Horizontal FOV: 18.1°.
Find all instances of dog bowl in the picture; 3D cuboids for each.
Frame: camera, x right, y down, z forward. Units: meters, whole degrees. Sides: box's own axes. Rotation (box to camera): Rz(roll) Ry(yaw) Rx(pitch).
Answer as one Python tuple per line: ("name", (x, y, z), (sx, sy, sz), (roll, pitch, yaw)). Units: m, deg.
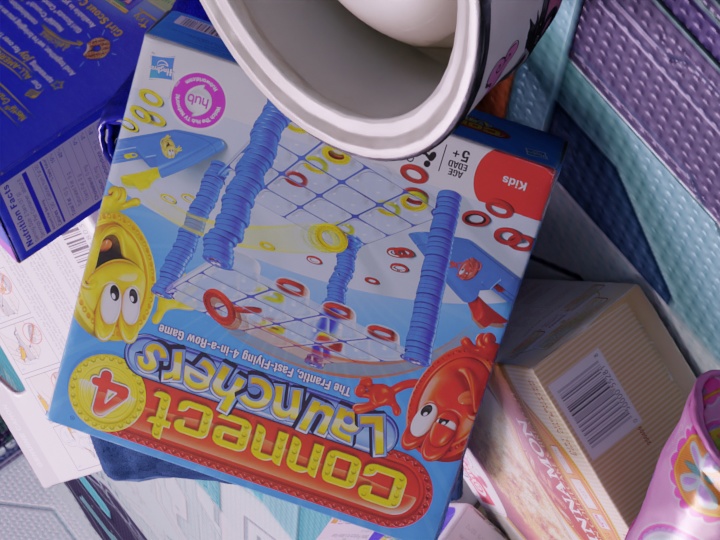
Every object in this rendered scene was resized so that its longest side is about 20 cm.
("dog bowl", (0.004, -0.150, 0.921), (0.200, 0.074, 0.201), (36, 142, 35))

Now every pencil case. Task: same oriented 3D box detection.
("pencil case", (0.149, 0.138, 1.008), (0.087, 0.087, 0.201), (45, 130, 28))

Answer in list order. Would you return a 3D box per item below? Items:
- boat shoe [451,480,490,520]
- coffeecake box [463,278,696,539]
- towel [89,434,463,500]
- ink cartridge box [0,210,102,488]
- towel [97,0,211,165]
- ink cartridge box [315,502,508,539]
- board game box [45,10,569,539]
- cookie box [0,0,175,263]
("boat shoe", (0.052, 0.144, 1.438), (0.068, 0.075, 0.200), (47, 164, 6))
("coffeecake box", (0.111, 0.086, 1.162), (0.154, 0.073, 0.200), (57, 164, -12))
("towel", (-0.044, 0.080, 1.159), (0.198, 0.049, 0.112), (7, 154, 6))
("ink cartridge box", (-0.184, 0.032, 1.444), (0.175, 0.045, 0.201), (-16, 108, 42))
("towel", (-0.062, -0.074, 1.180), (0.049, 0.201, 0.148), (-7, 124, 23))
("ink cartridge box", (-0.020, 0.219, 1.297), (0.043, 0.200, 0.198), (42, 163, -13))
("board game box", (-0.027, 0.005, 1.056), (0.198, 0.197, 0.056), (18, -161, 3))
("cookie box", (-0.169, -0.123, 1.307), (0.171, 0.199, 0.075), (42, 160, 38))
